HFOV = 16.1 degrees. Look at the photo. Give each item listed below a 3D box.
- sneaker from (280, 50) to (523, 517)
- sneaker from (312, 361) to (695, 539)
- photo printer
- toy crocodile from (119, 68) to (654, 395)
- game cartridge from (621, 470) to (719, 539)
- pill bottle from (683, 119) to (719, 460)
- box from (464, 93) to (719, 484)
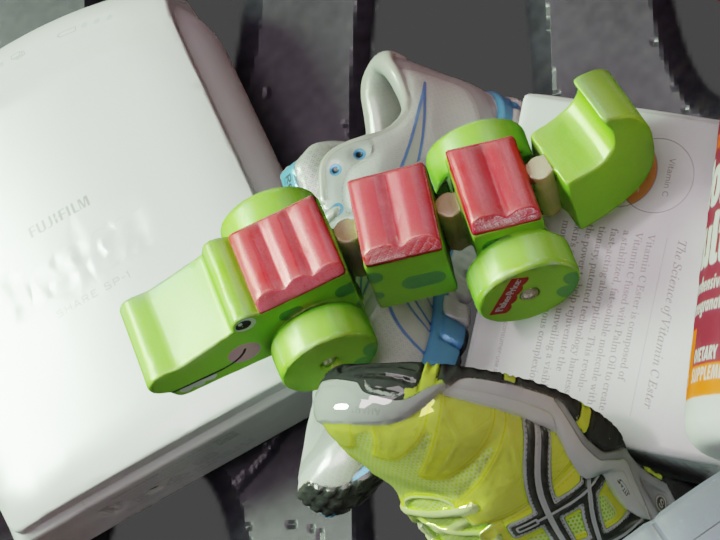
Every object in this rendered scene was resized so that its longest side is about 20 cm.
[{"bbox_3d":[0.000,0.000,0.967,0.086,0.075,0.201,30,54,-14],"label":"sneaker"},{"bbox_3d":[0.062,0.092,0.891,0.075,0.200,0.077,-4,61,53],"label":"sneaker"},{"bbox_3d":[-0.105,-0.008,1.049,0.166,0.069,0.201,-29,71,11],"label":"photo printer"},{"bbox_3d":[0.010,-0.011,0.899,0.199,0.062,0.068,-20,62,4],"label":"toy crocodile"},{"bbox_3d":[0.092,0.148,0.872,0.200,0.133,0.042,-44,49,13],"label":"game cartridge"},{"bbox_3d":[0.171,-0.034,0.833,0.109,0.110,0.201,4,79,20],"label":"pill bottle"},{"bbox_3d":[0.152,0.018,0.939,0.199,0.097,0.125,11,82,21],"label":"box"}]
